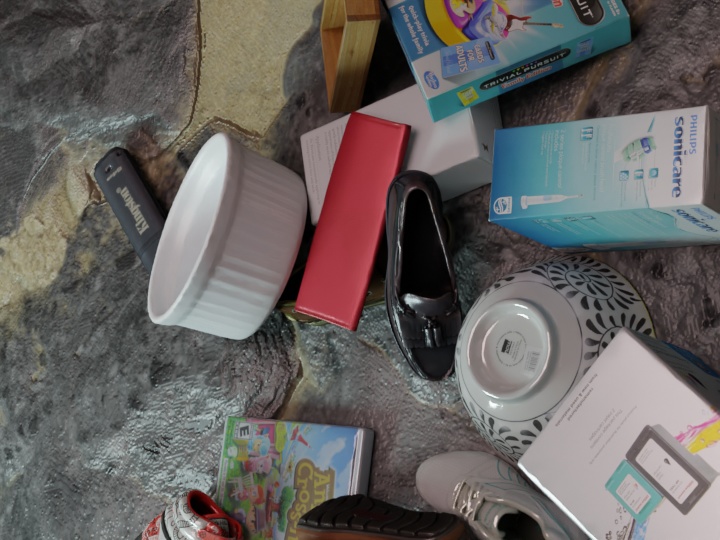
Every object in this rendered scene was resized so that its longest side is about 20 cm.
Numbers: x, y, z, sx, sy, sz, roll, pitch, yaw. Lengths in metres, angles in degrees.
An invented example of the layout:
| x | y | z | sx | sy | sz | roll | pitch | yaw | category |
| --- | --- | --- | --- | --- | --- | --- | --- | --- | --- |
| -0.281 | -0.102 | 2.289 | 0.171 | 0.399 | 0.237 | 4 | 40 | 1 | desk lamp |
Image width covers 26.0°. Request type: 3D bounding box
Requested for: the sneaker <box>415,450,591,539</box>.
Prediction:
| x | y | z | sx | sy | sz | roll | pitch | yaw | category |
| --- | --- | --- | --- | --- | --- | --- | --- | --- | --- |
| 0.121 | 0.209 | 1.380 | 0.199 | 0.080 | 0.071 | 21 | 93 | 39 | sneaker |

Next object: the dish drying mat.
| x | y | z | sx | sy | sz | roll | pitch | yaw | category |
| --- | --- | --- | --- | --- | --- | --- | --- | --- | --- |
| -0.006 | -0.048 | 1.488 | 0.076 | 0.018 | 0.202 | 18 | 95 | 32 | dish drying mat |

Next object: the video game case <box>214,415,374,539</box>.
| x | y | z | sx | sy | sz | roll | pitch | yaw | category |
| --- | --- | --- | --- | --- | --- | --- | --- | --- | --- |
| -0.075 | 0.251 | 1.549 | 0.181 | 0.022 | 0.202 | 1 | 79 | 36 | video game case |

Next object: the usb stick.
| x | y | z | sx | sy | sz | roll | pitch | yaw | category |
| --- | --- | --- | --- | --- | --- | --- | --- | --- | --- |
| -0.244 | -0.057 | 1.741 | 0.055 | 0.033 | 0.201 | -46 | 56 | 19 | usb stick |

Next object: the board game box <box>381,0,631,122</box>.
| x | y | z | sx | sy | sz | roll | pitch | yaw | category |
| --- | --- | --- | --- | --- | --- | --- | --- | --- | --- |
| 0.131 | -0.246 | 1.452 | 0.199 | 0.047 | 0.152 | -22 | 64 | 1 | board game box |

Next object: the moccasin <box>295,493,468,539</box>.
| x | y | z | sx | sy | sz | roll | pitch | yaw | category |
| --- | --- | --- | --- | --- | --- | --- | --- | --- | --- |
| 0.020 | 0.252 | 1.424 | 0.200 | 0.074 | 0.078 | -1 | 112 | 39 | moccasin |

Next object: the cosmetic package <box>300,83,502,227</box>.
| x | y | z | sx | sy | sz | roll | pitch | yaw | category |
| --- | --- | --- | --- | --- | --- | --- | --- | --- | --- |
| 0.042 | -0.113 | 1.522 | 0.199 | 0.074 | 0.103 | -19 | 68 | 29 | cosmetic package |

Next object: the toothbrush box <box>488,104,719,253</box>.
| x | y | z | sx | sy | sz | roll | pitch | yaw | category |
| --- | --- | --- | --- | --- | --- | --- | --- | --- | --- |
| 0.231 | -0.072 | 1.326 | 0.199 | 0.146 | 0.086 | -2 | 78 | 36 | toothbrush box |

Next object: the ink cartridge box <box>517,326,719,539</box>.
| x | y | z | sx | sy | sz | roll | pitch | yaw | category |
| --- | --- | --- | --- | --- | --- | --- | --- | --- | --- |
| 0.263 | 0.171 | 1.238 | 0.200 | 0.146 | 0.146 | 44 | 104 | 32 | ink cartridge box |

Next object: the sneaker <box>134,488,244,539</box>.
| x | y | z | sx | sy | sz | roll | pitch | yaw | category |
| --- | --- | --- | --- | --- | --- | --- | --- | --- | --- |
| -0.151 | 0.313 | 1.536 | 0.108 | 0.067 | 0.202 | -47 | 54 | 21 | sneaker |

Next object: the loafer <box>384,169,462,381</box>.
| x | y | z | sx | sy | sz | roll | pitch | yaw | category |
| --- | --- | --- | --- | --- | --- | --- | --- | --- | --- |
| 0.056 | 0.009 | 1.442 | 0.071 | 0.063 | 0.202 | -8 | 98 | -1 | loafer |

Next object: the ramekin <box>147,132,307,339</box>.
| x | y | z | sx | sy | sz | roll | pitch | yaw | category |
| --- | --- | --- | --- | --- | --- | --- | --- | --- | --- |
| -0.132 | -0.028 | 1.566 | 0.201 | 0.097 | 0.202 | -53 | 26 | 40 | ramekin |

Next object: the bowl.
| x | y | z | sx | sy | sz | roll | pitch | yaw | category |
| --- | --- | --- | --- | --- | --- | --- | --- | --- | --- |
| 0.153 | 0.077 | 1.380 | 0.199 | 0.094 | 0.203 | -9 | 74 | 35 | bowl |

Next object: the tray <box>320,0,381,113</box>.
| x | y | z | sx | sy | sz | roll | pitch | yaw | category |
| --- | --- | --- | --- | --- | --- | --- | --- | --- | --- |
| -0.011 | -0.243 | 1.529 | 0.037 | 0.200 | 0.100 | -5 | 72 | -7 | tray |

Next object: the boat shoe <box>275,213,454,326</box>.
| x | y | z | sx | sy | sz | roll | pitch | yaw | category |
| --- | --- | --- | --- | --- | --- | --- | --- | --- | --- |
| 0.000 | 0.000 | 1.526 | 0.199 | 0.068 | 0.072 | -32 | 62 | 26 | boat shoe |
